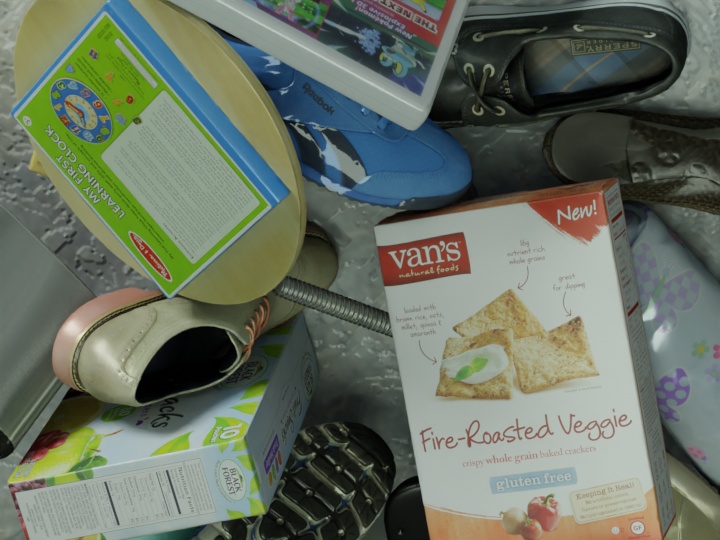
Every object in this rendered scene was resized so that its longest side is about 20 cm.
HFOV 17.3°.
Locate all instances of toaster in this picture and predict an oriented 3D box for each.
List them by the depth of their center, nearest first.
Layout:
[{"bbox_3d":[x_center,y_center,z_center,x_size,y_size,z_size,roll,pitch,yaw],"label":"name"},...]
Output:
[{"bbox_3d":[-0.262,0.020,1.374,0.181,0.119,0.200,44,157,-15],"label":"toaster"}]

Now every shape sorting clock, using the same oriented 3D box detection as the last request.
[{"bbox_3d":[-0.109,-0.069,1.274,0.199,0.039,0.201,21,132,26],"label":"shape sorting clock"}]

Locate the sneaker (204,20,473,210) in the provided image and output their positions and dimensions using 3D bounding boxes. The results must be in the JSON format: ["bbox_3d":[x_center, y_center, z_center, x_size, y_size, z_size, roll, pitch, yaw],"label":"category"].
[{"bbox_3d":[-0.022,-0.099,1.291,0.199,0.066,0.079,24,127,-7],"label":"sneaker"}]

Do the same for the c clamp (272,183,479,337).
[{"bbox_3d":[0.000,0.000,1.358,0.199,0.027,0.172,26,77,-27],"label":"c clamp"}]

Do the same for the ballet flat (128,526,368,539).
[{"bbox_3d":[-0.084,0.166,1.490,0.199,0.071,0.071,-18,114,7],"label":"ballet flat"}]

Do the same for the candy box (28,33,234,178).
[{"bbox_3d":[-0.103,-0.131,1.351,0.116,0.057,0.201,21,118,-6],"label":"candy box"}]

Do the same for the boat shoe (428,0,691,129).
[{"bbox_3d":[0.088,-0.114,1.338,0.199,0.057,0.069,-11,115,11],"label":"boat shoe"}]

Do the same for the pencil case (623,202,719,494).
[{"bbox_3d":[0.194,0.054,1.396,0.091,0.083,0.200,-43,107,9],"label":"pencil case"}]

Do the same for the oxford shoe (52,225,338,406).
[{"bbox_3d":[-0.079,0.033,1.364,0.074,0.200,0.071,29,133,38],"label":"oxford shoe"}]

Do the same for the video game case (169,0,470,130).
[{"bbox_3d":[-0.032,-0.183,1.251,0.199,0.183,0.023,28,138,-8],"label":"video game case"}]

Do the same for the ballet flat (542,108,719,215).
[{"bbox_3d":[0.203,-0.058,1.366,0.199,0.046,0.068,7,86,-3],"label":"ballet flat"}]

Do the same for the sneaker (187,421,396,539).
[{"bbox_3d":[-0.065,0.164,1.420,0.200,0.089,0.079,-39,88,-8],"label":"sneaker"}]

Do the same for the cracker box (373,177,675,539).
[{"bbox_3d":[0.093,0.058,1.324,0.133,0.058,0.201,-9,96,17],"label":"cracker box"}]

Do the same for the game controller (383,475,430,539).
[{"bbox_3d":[0.076,0.200,1.437,0.104,0.042,0.201,-10,124,2],"label":"game controller"}]

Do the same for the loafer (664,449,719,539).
[{"bbox_3d":[0.134,0.113,1.415,0.200,0.076,0.068,38,75,3],"label":"loafer"}]

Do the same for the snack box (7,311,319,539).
[{"bbox_3d":[-0.109,0.092,1.381,0.142,0.200,0.053,-11,108,11],"label":"snack box"}]

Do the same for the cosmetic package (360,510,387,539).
[{"bbox_3d":[0.067,0.208,1.506,0.200,0.052,0.151,-38,106,21],"label":"cosmetic package"}]
